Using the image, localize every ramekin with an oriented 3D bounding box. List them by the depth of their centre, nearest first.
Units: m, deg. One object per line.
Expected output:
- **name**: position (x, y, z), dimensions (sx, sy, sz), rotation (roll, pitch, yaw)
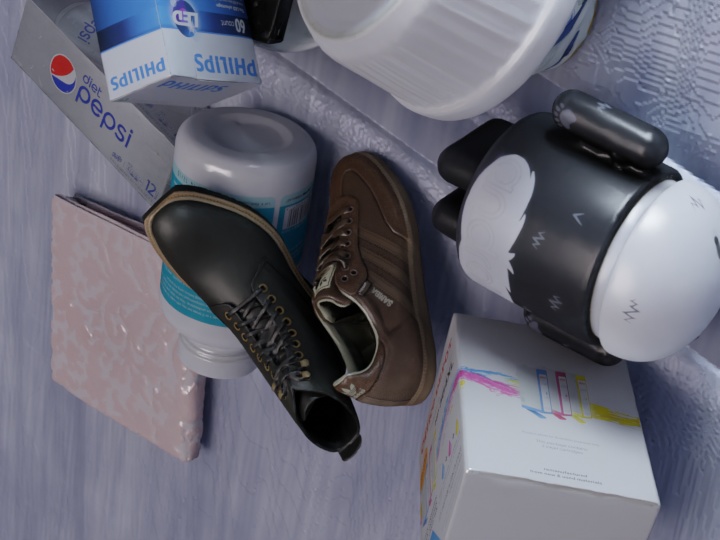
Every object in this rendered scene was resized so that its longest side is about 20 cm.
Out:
- **ramekin**: position (0.041, -0.198, 0.907), dimensions (0.201, 0.093, 0.205), rotation (-24, 60, 48)

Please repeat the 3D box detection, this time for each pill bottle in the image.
- **pill bottle**: position (-0.100, -0.017, 1.199), dimensions (0.110, 0.110, 0.202), rotation (29, 124, 29)

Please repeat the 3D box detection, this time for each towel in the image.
- **towel**: position (-0.207, 0.048, 1.374), dimensions (0.190, 0.032, 0.202), rotation (25, 122, 32)

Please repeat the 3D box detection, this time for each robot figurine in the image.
- **robot figurine**: position (0.143, -0.026, 0.980), dimensions (0.199, 0.150, 0.126), rotation (29, 83, 29)

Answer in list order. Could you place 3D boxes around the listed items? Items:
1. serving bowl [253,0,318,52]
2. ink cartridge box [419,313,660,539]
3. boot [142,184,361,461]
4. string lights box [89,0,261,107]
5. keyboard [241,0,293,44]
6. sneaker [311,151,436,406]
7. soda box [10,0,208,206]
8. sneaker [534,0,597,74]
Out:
- **serving bowl**: position (-0.046, -0.260, 1.081), dimensions (0.198, 0.065, 0.203), rotation (17, 118, 36)
- **ink cartridge box**: position (0.110, 0.130, 1.022), dimensions (0.123, 0.201, 0.130), rotation (10, 120, -6)
- **boot**: position (-0.068, 0.036, 1.089), dimensions (0.077, 0.139, 0.200), rotation (-42, 120, 15)
- **string lights box**: position (-0.136, -0.217, 1.029), dimensions (0.058, 0.102, 0.203), rotation (-15, 84, 32)
- **keyboard**: position (-0.122, -0.210, 1.112), dimensions (0.199, 0.039, 0.105), rotation (24, 99, 33)
- **sneaker**: position (0.000, 0.000, 1.101), dimensions (0.070, 0.075, 0.202), rotation (-42, 54, 45)
- **soda box**: position (-0.200, -0.147, 1.264), dimensions (0.200, 0.063, 0.069), rotation (45, 132, 18)
- **sneaker**: position (0.124, -0.203, 0.944), dimensions (0.075, 0.088, 0.202), rotation (36, 127, 26)
